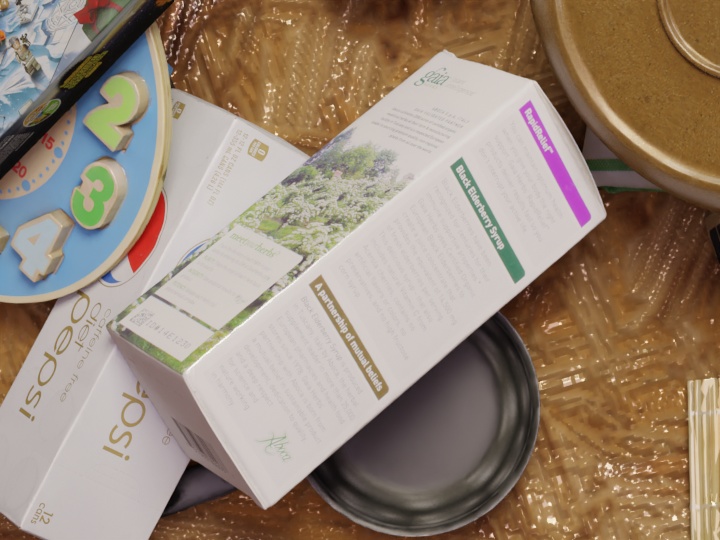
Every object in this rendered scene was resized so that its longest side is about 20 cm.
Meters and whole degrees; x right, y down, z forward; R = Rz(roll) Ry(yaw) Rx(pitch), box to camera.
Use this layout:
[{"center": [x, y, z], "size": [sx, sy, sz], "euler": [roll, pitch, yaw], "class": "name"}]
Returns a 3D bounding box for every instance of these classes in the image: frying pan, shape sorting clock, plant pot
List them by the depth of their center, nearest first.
[{"center": [0.149, -0.108, 1.027], "size": [0.199, 0.027, 0.201], "euler": [13, 119, 26], "class": "plant pot"}, {"center": [-0.165, -0.082, 1.146], "size": [0.199, 0.039, 0.201], "euler": [8, 105, 30], "class": "shape sorting clock"}, {"center": [-0.004, 0.086, 1.181], "size": [0.190, 0.031, 0.115], "euler": [-42, 83, 4], "class": "frying pan"}]

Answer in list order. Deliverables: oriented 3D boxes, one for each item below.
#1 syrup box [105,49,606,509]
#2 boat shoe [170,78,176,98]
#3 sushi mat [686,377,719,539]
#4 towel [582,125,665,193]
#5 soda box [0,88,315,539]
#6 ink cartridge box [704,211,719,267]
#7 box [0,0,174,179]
[{"center": [0.000, 0.000, 1.118], "size": [0.200, 0.079, 0.082], "euler": [-39, 120, -16], "class": "syrup box"}, {"center": [-0.137, -0.157, 1.184], "size": [0.056, 0.069, 0.201], "euler": [-18, 91, -12], "class": "boat shoe"}, {"center": [0.196, 0.144, 1.184], "size": [0.095, 0.012, 0.201], "euler": [-1, 87, 3], "class": "sushi mat"}, {"center": [0.148, -0.133, 1.134], "size": [0.023, 0.152, 0.201], "euler": [6, 89, -29], "class": "towel"}, {"center": [-0.092, 0.026, 1.159], "size": [0.064, 0.068, 0.201], "euler": [28, 89, -34], "class": "soda box"}, {"center": [0.272, 0.015, 1.147], "size": [0.199, 0.075, 0.165], "euler": [-19, 86, -4], "class": "ink cartridge box"}, {"center": [-0.155, -0.130, 1.086], "size": [0.200, 0.040, 0.137], "euler": [-41, 78, 28], "class": "box"}]
